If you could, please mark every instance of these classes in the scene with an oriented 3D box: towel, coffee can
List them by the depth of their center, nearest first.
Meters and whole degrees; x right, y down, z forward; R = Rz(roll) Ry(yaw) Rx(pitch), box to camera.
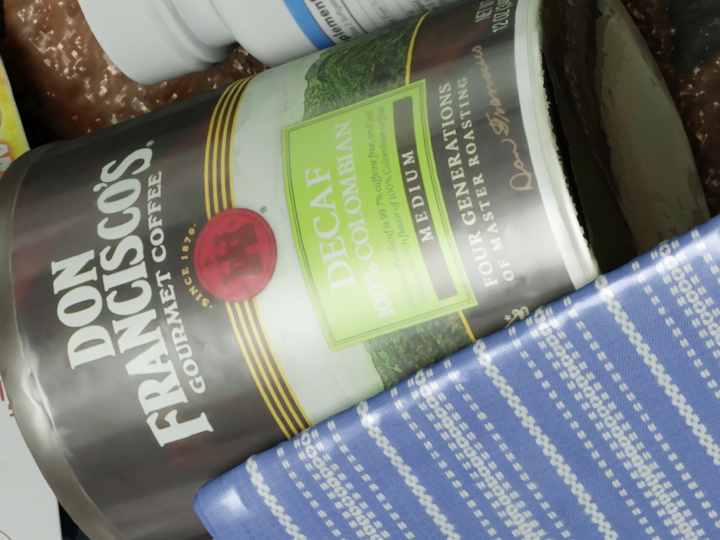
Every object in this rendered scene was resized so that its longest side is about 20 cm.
[{"bbox_3d":[0.064,0.080,0.903,0.199,0.024,0.145,-28,111,24],"label":"towel"},{"bbox_3d":[0.000,0.000,0.963,0.199,0.146,0.147,-18,93,22],"label":"coffee can"}]

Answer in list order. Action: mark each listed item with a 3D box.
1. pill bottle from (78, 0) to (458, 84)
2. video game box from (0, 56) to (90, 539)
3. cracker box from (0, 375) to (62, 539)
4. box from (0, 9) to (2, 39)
[{"bbox_3d":[0.005,-0.131,0.989,0.199,0.112,0.113,-16,94,20],"label":"pill bottle"},{"bbox_3d":[-0.186,0.034,1.031,0.181,0.047,0.201,-14,69,-14],"label":"video game box"},{"bbox_3d":[-0.165,0.078,0.960,0.133,0.058,0.201,-4,68,-12],"label":"cracker box"},{"bbox_3d":[-0.213,-0.086,1.020,0.109,0.200,0.035,1,100,17],"label":"box"}]
